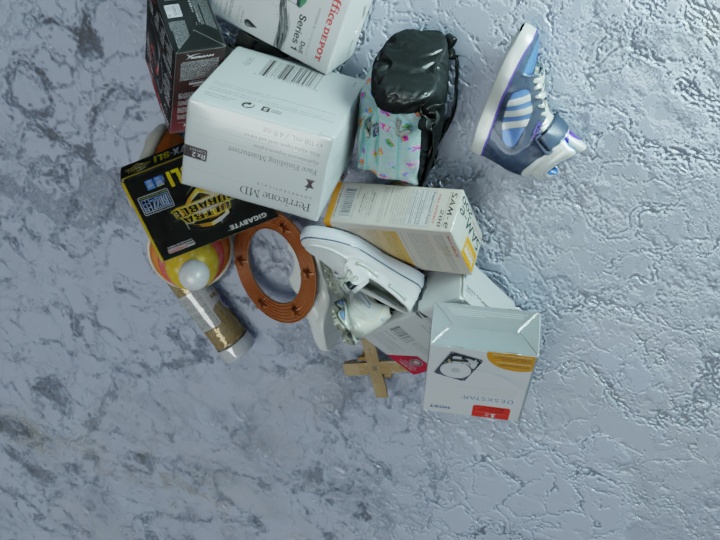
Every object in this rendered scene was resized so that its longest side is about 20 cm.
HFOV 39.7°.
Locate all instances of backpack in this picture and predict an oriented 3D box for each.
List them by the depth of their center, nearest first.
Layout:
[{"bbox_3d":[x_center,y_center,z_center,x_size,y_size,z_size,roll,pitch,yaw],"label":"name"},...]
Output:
[{"bbox_3d":[0.059,-0.215,1.372,0.126,0.167,0.200,17,143,9],"label":"backpack"}]

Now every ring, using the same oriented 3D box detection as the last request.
[{"bbox_3d":[-0.148,-0.006,1.658,0.200,0.019,0.201,20,121,37],"label":"ring"}]

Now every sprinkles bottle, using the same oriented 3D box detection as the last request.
[{"bbox_3d":[-0.272,0.070,1.787,0.068,0.068,0.200,-24,108,37],"label":"sprinkles bottle"}]

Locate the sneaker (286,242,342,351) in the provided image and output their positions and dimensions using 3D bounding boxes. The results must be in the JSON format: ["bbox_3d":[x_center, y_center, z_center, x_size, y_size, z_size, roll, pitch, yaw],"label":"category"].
[{"bbox_3d":[-0.080,0.037,1.669,0.088,0.075,0.201,7,114,29],"label":"sneaker"}]

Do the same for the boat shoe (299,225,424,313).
[{"bbox_3d":[0.000,0.000,1.450,0.199,0.067,0.074,22,157,-10],"label":"boat shoe"}]

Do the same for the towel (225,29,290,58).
[{"bbox_3d":[-0.143,-0.247,1.527,0.192,0.035,0.200,35,130,3],"label":"towel"}]

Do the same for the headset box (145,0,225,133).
[{"bbox_3d":[-0.258,-0.308,1.446,0.200,0.075,0.149,112,140,-57],"label":"headset box"}]

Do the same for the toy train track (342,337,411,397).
[{"bbox_3d":[0.067,0.157,1.696,0.199,0.033,0.115,-5,112,24],"label":"toy train track"}]

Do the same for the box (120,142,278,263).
[{"bbox_3d":[-0.246,-0.119,1.534,0.199,0.049,0.160,-21,123,-1],"label":"box"}]

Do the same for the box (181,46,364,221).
[{"bbox_3d":[-0.115,-0.191,1.359,0.198,0.200,0.131,15,125,5],"label":"box"}]

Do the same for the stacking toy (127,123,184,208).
[{"bbox_3d":[-0.262,-0.136,1.609,0.199,0.146,0.146,22,130,-5],"label":"stacking toy"}]

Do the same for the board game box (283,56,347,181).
[{"bbox_3d":[-0.112,-0.214,1.497,0.126,0.035,0.201,-6,121,29],"label":"board game box"}]

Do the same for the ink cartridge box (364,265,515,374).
[{"bbox_3d":[0.121,0.074,1.545,0.199,0.084,0.145,-21,134,35],"label":"ink cartridge box"}]

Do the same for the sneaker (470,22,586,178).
[{"bbox_3d":[0.242,-0.215,1.325,0.146,0.081,0.201,21,126,3],"label":"sneaker"}]

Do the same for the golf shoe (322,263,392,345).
[{"bbox_3d":[0.000,0.026,1.555,0.097,0.200,0.078,-23,134,8],"label":"golf shoe"}]

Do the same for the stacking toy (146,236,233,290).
[{"bbox_3d":[-0.278,-0.013,1.628,0.145,0.200,0.147,-3,108,-8],"label":"stacking toy"}]

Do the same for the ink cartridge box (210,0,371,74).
[{"bbox_3d":[-0.092,-0.385,1.373,0.199,0.084,0.146,29,130,8],"label":"ink cartridge box"}]

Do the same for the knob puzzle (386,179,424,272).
[{"bbox_3d":[0.083,-0.054,1.542,0.219,0.030,0.221,14,126,20],"label":"knob puzzle"}]

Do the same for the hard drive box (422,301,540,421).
[{"bbox_3d":[0.176,0.138,1.482,0.155,0.077,0.200,6,146,5],"label":"hard drive box"}]

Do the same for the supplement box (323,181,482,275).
[{"bbox_3d":[0.064,-0.062,1.448,0.199,0.074,0.126,7,154,24],"label":"supplement box"}]
